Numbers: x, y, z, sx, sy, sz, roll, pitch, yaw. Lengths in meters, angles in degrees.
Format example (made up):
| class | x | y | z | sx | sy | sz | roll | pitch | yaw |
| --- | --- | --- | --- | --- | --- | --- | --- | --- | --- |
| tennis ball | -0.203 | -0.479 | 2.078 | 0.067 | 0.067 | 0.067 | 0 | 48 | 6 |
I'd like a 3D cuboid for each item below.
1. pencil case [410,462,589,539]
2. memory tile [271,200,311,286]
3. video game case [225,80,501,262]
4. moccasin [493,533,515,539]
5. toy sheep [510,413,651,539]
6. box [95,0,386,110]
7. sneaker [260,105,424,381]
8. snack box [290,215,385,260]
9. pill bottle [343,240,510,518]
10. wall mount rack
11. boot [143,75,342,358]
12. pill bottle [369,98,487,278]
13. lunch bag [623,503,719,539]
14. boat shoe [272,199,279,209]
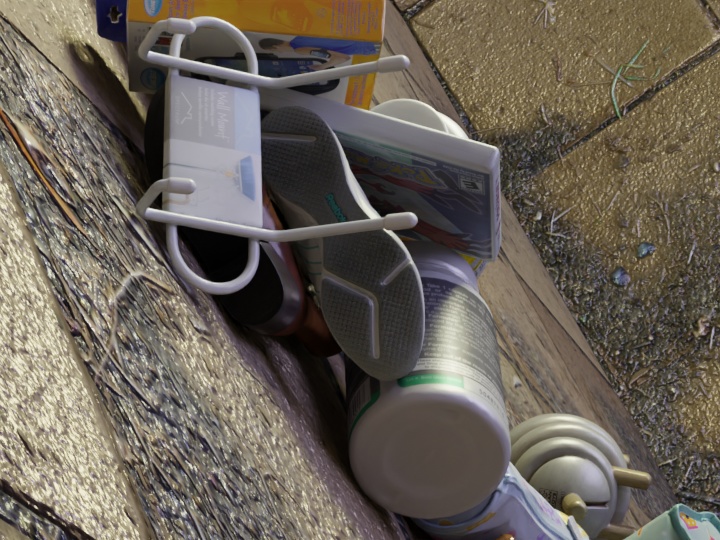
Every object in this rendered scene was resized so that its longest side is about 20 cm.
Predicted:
| class | x | y | z | sx | sy | sz | roll | pitch | yaw |
| --- | --- | --- | --- | --- | --- | --- | --- | --- | --- |
| pencil case | 0.103 | 0.188 | 1.728 | 0.090 | 0.084 | 0.200 | 10 | -20 | 32 |
| memory tile | -0.091 | -0.082 | 1.859 | 0.153 | 0.017 | 0.200 | 52 | 10 | -31 |
| video game case | 0.005 | -0.071 | 1.668 | 0.199 | 0.023 | 0.182 | 16 | -18 | 10 |
| moccasin | 0.135 | 0.253 | 1.699 | 0.202 | 0.078 | 0.074 | 51 | 9 | -39 |
| toy sheep | 0.177 | 0.189 | 2.007 | 0.138 | 0.138 | 0.200 | 56 | -4 | -4 |
| box | -0.086 | -0.158 | 1.605 | 0.119 | 0.199 | 0.042 | 102 | -10 | -70 |
| sneaker | -0.008 | -0.016 | 1.574 | 0.080 | 0.070 | 0.201 | 70 | -4 | -76 |
| snack box | 0.000 | 0.000 | 1.791 | 0.200 | 0.071 | 0.024 | 60 | 29 | -70 |
| pill bottle | 0.044 | 0.072 | 1.639 | 0.113 | 0.113 | 0.200 | 52 | 19 | -30 |
| wall mount rack | -0.058 | -0.084 | 1.483 | 0.173 | 0.075 | 0.201 | 9 | 64 | -23 |
| boot | -0.073 | -0.035 | 1.612 | 0.189 | 0.068 | 0.200 | 58 | 7 | 12 |
| pill bottle | 0.045 | -0.059 | 1.841 | 0.110 | 0.109 | 0.200 | 60 | -3 | 23 |
| lunch bag | 0.248 | 0.312 | 1.821 | 0.201 | 0.170 | 0.122 | 60 | 16 | 20 |
| boat shoe | -0.042 | -0.087 | 1.872 | 0.074 | 0.066 | 0.200 | 53 | 10 | -26 |
